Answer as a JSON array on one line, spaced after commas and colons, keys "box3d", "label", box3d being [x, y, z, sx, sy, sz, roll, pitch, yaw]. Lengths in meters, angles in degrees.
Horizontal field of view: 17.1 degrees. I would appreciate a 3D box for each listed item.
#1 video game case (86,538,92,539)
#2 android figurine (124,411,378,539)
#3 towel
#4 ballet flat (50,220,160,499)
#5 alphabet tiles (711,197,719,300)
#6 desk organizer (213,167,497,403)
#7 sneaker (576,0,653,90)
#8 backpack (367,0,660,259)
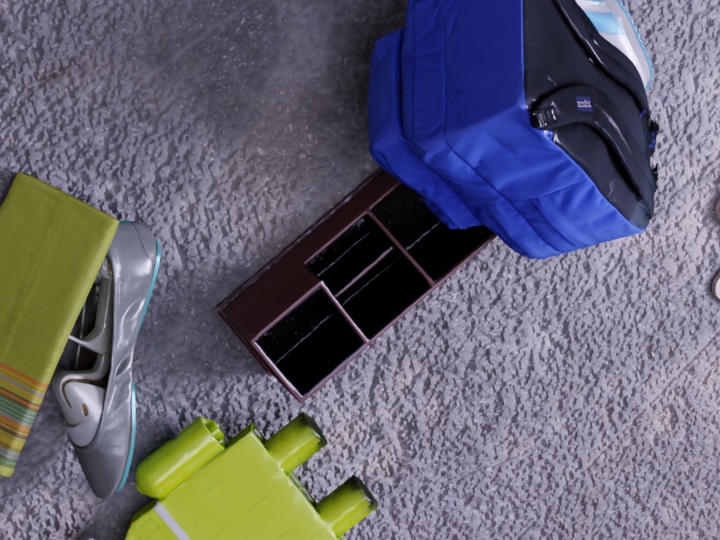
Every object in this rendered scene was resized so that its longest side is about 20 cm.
[{"box3d": [-0.185, 0.295, 1.749, 0.143, 0.017, 0.200, -33, 117, 20], "label": "video game case"}, {"box3d": [-0.091, 0.199, 1.758, 0.200, 0.041, 0.182, -37, 97, 3], "label": "android figurine"}, {"box3d": [-0.242, 0.038, 1.668, 0.086, 0.018, 0.201, 26, 97, 12], "label": "towel"}, {"box3d": [-0.189, 0.062, 1.691, 0.064, 0.067, 0.201, 5, 98, -34], "label": "ballet flat"}, {"box3d": [0.375, -0.030, 1.907, 0.200, 0.015, 0.196, 37, 91, -26], "label": "alphabet tiles"}, {"box3d": [0.000, 0.000, 1.739, 0.200, 0.077, 0.072, -41, 115, -5], "label": "desk organizer"}, {"box3d": [0.138, -0.198, 1.741, 0.081, 0.077, 0.200, -40, 111, 7], "label": "sneaker"}, {"box3d": [0.111, -0.106, 1.677, 0.200, 0.167, 0.163, 36, 49, -43], "label": "backpack"}]
